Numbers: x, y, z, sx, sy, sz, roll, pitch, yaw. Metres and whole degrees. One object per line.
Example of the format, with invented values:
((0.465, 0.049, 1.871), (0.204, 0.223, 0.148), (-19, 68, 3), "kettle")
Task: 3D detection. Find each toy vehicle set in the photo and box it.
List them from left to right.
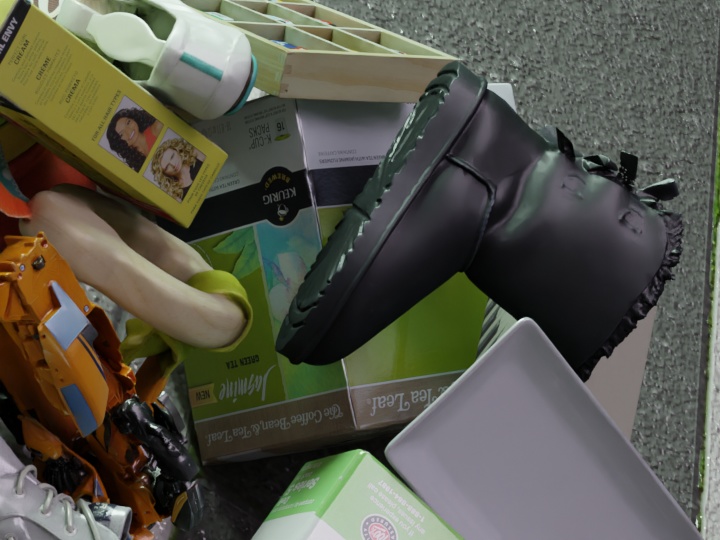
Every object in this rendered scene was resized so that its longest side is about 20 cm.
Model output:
((-0.054, -0.135, 1.623), (0.124, 0.027, 0.200), (-1, 18, -40), "toy vehicle set")

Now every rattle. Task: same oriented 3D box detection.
((-0.165, 0.016, 1.503), (0.200, 0.143, 0.131), (23, 31, -47), "rattle")

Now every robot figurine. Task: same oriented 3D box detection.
((-0.161, 0.066, 1.462), (0.058, 0.144, 0.201), (-46, 124, -31), "robot figurine")

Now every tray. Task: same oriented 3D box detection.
((0.101, 0.123, 1.536), (0.200, 0.107, 0.022), (51, -7, -29), "tray")

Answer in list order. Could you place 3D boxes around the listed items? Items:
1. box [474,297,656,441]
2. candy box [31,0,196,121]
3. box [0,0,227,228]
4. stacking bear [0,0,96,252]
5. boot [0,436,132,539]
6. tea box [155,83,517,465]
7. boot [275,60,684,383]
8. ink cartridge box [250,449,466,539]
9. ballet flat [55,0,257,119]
((0.107, 0.085, 1.613), (0.082, 0.068, 0.201), (18, 83, -48), "box")
((-0.168, -0.133, 1.686), (0.199, 0.055, 0.116), (20, 50, -36), "candy box")
((-0.155, -0.090, 1.472), (0.200, 0.075, 0.050), (37, 79, -54), "box")
((-0.213, -0.091, 1.544), (0.201, 0.113, 0.122), (62, -4, -34), "stacking bear")
((-0.160, 0.125, 1.423), (0.074, 0.095, 0.201), (-52, 126, -78), "boot")
((0.000, 0.000, 1.663), (0.199, 0.133, 0.198), (-5, 82, -48), "tea box")
((0.069, 0.002, 1.529), (0.162, 0.073, 0.199), (35, 85, -12), "boot")
((-0.018, 0.219, 1.491), (0.145, 0.084, 0.200), (43, 67, -13), "ink cartridge box")
((-0.128, -0.128, 1.542), (0.069, 0.200, 0.070), (-9, 107, -30), "ballet flat")
